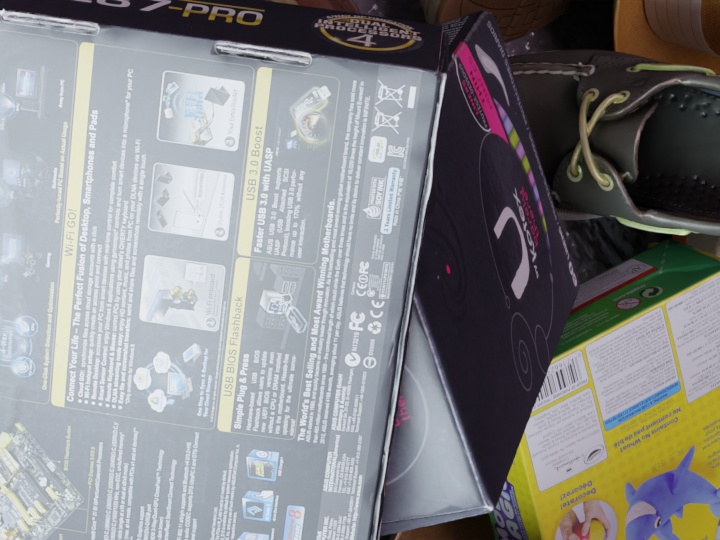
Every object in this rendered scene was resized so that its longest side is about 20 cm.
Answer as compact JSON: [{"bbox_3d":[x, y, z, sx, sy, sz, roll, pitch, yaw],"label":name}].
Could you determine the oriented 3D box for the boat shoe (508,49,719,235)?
[{"bbox_3d":[0.118,-0.051,0.909,0.060,0.201,0.072,15,87,-74],"label":"boat shoe"}]

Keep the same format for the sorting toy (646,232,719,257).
[{"bbox_3d":[0.189,0.038,1.026,0.200,0.107,0.180,12,85,-39],"label":"sorting toy"}]

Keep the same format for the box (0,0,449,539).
[{"bbox_3d":[-0.065,0.016,0.679,0.161,0.049,0.200,7,114,0],"label":"box"}]

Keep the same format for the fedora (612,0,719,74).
[{"bbox_3d":[0.188,-0.144,0.983,0.201,0.082,0.201,-41,150,-30],"label":"fedora"}]

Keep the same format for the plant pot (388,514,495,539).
[{"bbox_3d":[0.069,0.167,0.966,0.200,0.027,0.200,2,86,-39],"label":"plant pot"}]

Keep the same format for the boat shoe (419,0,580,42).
[{"bbox_3d":[0.085,-0.159,0.972,0.065,0.072,0.200,44,54,16],"label":"boat shoe"}]

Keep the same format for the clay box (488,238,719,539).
[{"bbox_3d":[0.113,0.102,0.928,0.115,0.048,0.200,-25,117,-23],"label":"clay box"}]

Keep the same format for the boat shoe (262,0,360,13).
[{"bbox_3d":[-0.064,-0.111,0.736,0.068,0.072,0.200,-15,60,-52],"label":"boat shoe"}]

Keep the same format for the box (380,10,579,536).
[{"bbox_3d":[0.000,0.000,0.805,0.200,0.106,0.122,-59,131,-64],"label":"box"}]
